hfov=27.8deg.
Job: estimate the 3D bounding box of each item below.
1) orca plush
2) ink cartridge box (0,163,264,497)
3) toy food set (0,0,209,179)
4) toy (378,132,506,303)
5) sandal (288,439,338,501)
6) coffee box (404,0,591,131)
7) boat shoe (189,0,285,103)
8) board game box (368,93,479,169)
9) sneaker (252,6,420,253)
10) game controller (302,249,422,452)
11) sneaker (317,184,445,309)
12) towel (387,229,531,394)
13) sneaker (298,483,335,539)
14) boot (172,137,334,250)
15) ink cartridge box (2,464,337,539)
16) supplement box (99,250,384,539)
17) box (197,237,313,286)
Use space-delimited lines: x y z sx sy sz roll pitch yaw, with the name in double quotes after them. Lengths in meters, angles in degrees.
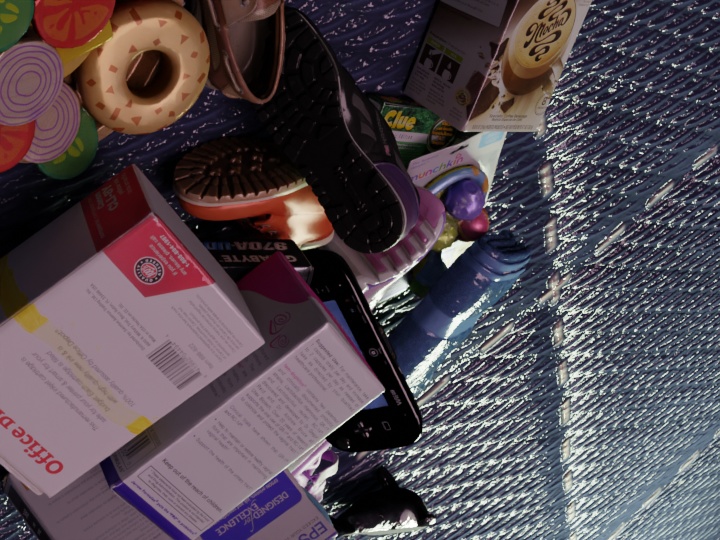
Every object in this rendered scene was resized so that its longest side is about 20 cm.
0.013 0.253 1.598 0.105 0.071 0.200 -20 164 39 "orca plush"
-0.194 0.045 1.035 0.200 0.083 0.145 -36 128 2 "ink cartridge box"
-0.193 -0.150 0.960 0.198 0.049 0.200 -35 143 -24 "toy food set"
0.085 -0.041 1.367 0.115 0.047 0.200 -24 151 -28 "toy"
-0.049 0.196 1.392 0.082 0.050 0.203 -45 173 -15 "sandal"
0.132 -0.226 1.260 0.113 0.080 0.200 -7 126 -48 "coffee box"
-0.082 -0.205 1.024 0.076 0.072 0.200 -33 142 -27 "boat shoe"
0.057 -0.104 1.333 0.200 0.023 0.105 0 123 -51 "board game box"
-0.019 -0.112 1.138 0.076 0.200 0.088 -23 -173 25 "sneaker"
-0.021 0.070 1.235 0.042 0.104 0.200 -48 120 -41 "game controller"
0.000 0.000 1.299 0.200 0.081 0.088 -42 159 17 "sneaker"
0.081 0.047 1.402 0.200 0.049 0.112 -49 166 21 "towel"
-0.118 0.231 1.298 0.131 0.200 0.080 98 18 -48 "sneaker"
-0.077 -0.052 1.178 0.200 0.075 0.107 -12 135 -46 "boot"
-0.155 0.199 1.198 0.198 0.200 0.043 -31 162 -29 "ink cartridge box"
-0.099 0.097 1.113 0.200 0.101 0.103 -38 133 2 "supplement box"
-0.151 0.051 1.150 0.200 0.046 0.159 0 123 -29 "box"
